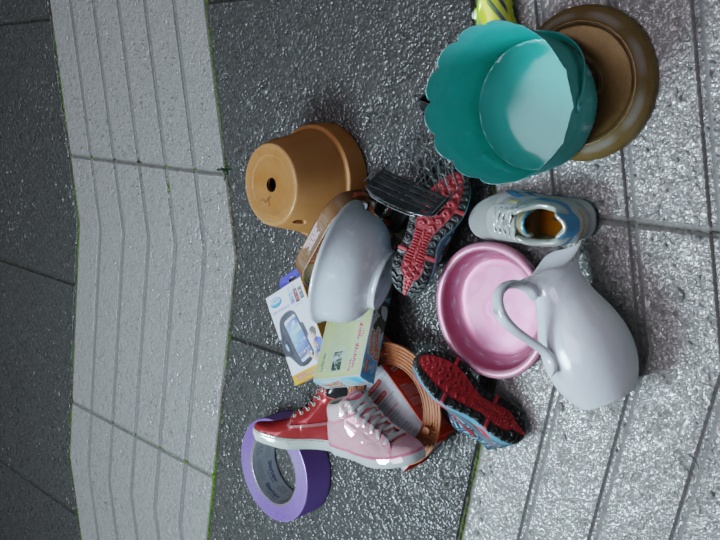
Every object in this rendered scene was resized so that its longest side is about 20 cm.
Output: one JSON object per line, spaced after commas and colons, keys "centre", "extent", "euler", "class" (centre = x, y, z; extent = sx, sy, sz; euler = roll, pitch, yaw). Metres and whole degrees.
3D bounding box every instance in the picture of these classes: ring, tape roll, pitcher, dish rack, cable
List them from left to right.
{"centre": [-0.148, 0.381, 1.652], "extent": [0.198, 0.065, 0.204], "euler": [9, 103, 44], "class": "tape roll"}
{"centre": [0.049, 0.219, 1.376], "extent": [0.198, 0.019, 0.205], "euler": [8, 102, 41], "class": "ring"}
{"centre": [0.092, -0.122, 1.352], "extent": [0.097, 0.050, 0.201], "euler": [51, 117, 27], "class": "cable"}
{"centre": [0.102, -0.166, 1.231], "extent": [0.152, 0.200, 0.055], "euler": [26, 152, 37], "class": "dish rack"}
{"centre": [0.266, 0.085, 1.107], "extent": [0.203, 0.170, 0.121], "euler": [65, 154, 2], "class": "pitcher"}

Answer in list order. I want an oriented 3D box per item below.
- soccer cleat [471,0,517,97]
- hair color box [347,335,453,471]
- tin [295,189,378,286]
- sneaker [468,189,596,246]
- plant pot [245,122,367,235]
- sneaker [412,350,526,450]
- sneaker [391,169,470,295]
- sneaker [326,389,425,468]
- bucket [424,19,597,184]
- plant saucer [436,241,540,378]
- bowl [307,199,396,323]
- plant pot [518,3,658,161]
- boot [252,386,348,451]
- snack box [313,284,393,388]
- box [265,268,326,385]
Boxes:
{"centre": [0.198, -0.340, 1.196], "extent": [0.082, 0.065, 0.204], "euler": [4, 97, 14], "class": "soccer cleat"}
{"centre": [0.058, 0.221, 1.422], "extent": [0.201, 0.061, 0.102], "euler": [54, 129, 22], "class": "hair color box"}
{"centre": [-0.041, -0.054, 1.434], "extent": [0.042, 0.111, 0.201], "euler": [50, 127, 25], "class": "tin"}
{"centre": [0.226, -0.073, 1.189], "extent": [0.198, 0.080, 0.078], "euler": [2, 100, 46], "class": "sneaker"}
{"centre": [-0.104, -0.153, 1.460], "extent": [0.198, 0.139, 0.204], "euler": [9, 103, 42], "class": "plant pot"}
{"centre": [0.149, 0.207, 1.282], "extent": [0.199, 0.079, 0.096], "euler": [40, 144, 1], "class": "sneaker"}
{"centre": [0.106, -0.063, 1.295], "extent": [0.078, 0.095, 0.202], "euler": [29, 100, 9], "class": "sneaker"}
{"centre": [0.016, 0.248, 1.346], "extent": [0.198, 0.075, 0.107], "euler": [1, 102, 47], "class": "sneaker"}
{"centre": [0.199, -0.214, 1.085], "extent": [0.204, 0.134, 0.211], "euler": [7, 102, 34], "class": "bucket"}
{"centre": [0.203, 0.056, 1.255], "extent": [0.198, 0.050, 0.204], "euler": [12, 108, 42], "class": "plant saucer"}
{"centre": [0.000, 0.000, 1.317], "extent": [0.089, 0.201, 0.204], "euler": [19, 113, 16], "class": "bowl"}
{"centre": [0.289, -0.246, 1.114], "extent": [0.197, 0.027, 0.204], "euler": [9, 104, 35], "class": "plant pot"}
{"centre": [-0.098, 0.246, 1.528], "extent": [0.196, 0.072, 0.147], "euler": [1, 99, 5], "class": "boot"}
{"centre": [-0.009, 0.093, 1.412], "extent": [0.115, 0.037, 0.203], "euler": [-13, 56, 45], "class": "snack box"}
{"centre": [-0.109, 0.101, 1.580], "extent": [0.118, 0.041, 0.203], "euler": [-30, 78, 43], "class": "box"}
